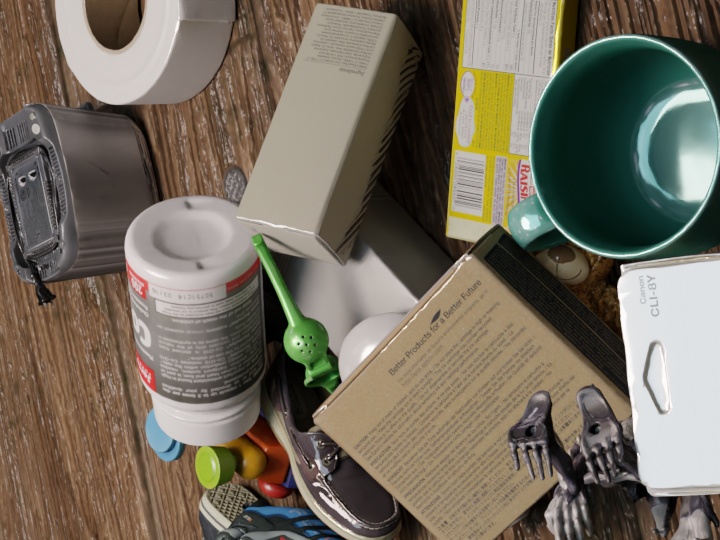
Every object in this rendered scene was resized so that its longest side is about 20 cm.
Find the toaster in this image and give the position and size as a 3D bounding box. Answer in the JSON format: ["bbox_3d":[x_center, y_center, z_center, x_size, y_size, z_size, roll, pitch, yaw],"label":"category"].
[{"bbox_3d":[-0.275,-0.068,1.695,0.113,0.128,0.202,-23,77,45],"label":"toaster"}]

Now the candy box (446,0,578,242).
[{"bbox_3d":[0.118,-0.118,1.357,0.102,0.026,0.202,13,104,40],"label":"candy box"}]

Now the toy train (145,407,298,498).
[{"bbox_3d":[-0.096,0.171,1.547,0.200,0.115,0.085,34,118,38],"label":"toy train"}]

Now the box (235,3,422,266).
[{"bbox_3d":[-0.023,-0.112,1.401,0.082,0.068,0.201,13,74,27],"label":"box"}]

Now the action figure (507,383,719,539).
[{"bbox_3d":[0.175,0.142,1.145,0.118,0.200,0.103,-9,67,32],"label":"action figure"}]

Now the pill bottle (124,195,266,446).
[{"bbox_3d":[-0.137,0.047,1.472,0.114,0.113,0.201,38,142,37],"label":"pill bottle"}]

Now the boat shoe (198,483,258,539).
[{"bbox_3d":[-0.086,0.274,1.583,0.200,0.074,0.063,40,127,41],"label":"boat shoe"}]

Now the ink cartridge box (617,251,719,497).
[{"bbox_3d":[0.252,0.059,1.107,0.083,0.199,0.147,-8,88,36],"label":"ink cartridge box"}]

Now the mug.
[{"bbox_3d":[0.198,-0.085,1.207,0.184,0.114,0.154,5,96,40],"label":"mug"}]

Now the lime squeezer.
[{"bbox_3d":[-0.043,0.065,1.404,0.071,0.038,0.201,41,163,49],"label":"lime squeezer"}]

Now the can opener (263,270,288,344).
[{"bbox_3d":[-0.116,0.026,1.604,0.199,0.079,0.064,14,143,47],"label":"can opener"}]

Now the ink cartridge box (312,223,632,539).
[{"bbox_3d":[0.089,0.093,1.273,0.165,0.075,0.200,44,121,2],"label":"ink cartridge box"}]

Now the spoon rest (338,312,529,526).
[{"bbox_3d":[0.062,0.118,1.377,0.099,0.061,0.200,-36,98,27],"label":"spoon rest"}]

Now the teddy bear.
[{"bbox_3d":[0.152,0.050,1.303,0.144,0.067,0.202,27,113,29],"label":"teddy bear"}]

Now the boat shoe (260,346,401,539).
[{"bbox_3d":[-0.027,0.149,1.499,0.201,0.071,0.065,57,152,32],"label":"boat shoe"}]

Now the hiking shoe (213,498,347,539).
[{"bbox_3d":[-0.027,0.244,1.505,0.198,0.087,0.075,15,125,16],"label":"hiking shoe"}]

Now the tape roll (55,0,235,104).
[{"bbox_3d":[-0.208,-0.259,1.648,0.201,0.070,0.205,5,98,45],"label":"tape roll"}]

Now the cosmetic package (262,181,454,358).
[{"bbox_3d":[0.000,0.000,1.453,0.200,0.090,0.107,48,126,28],"label":"cosmetic package"}]
